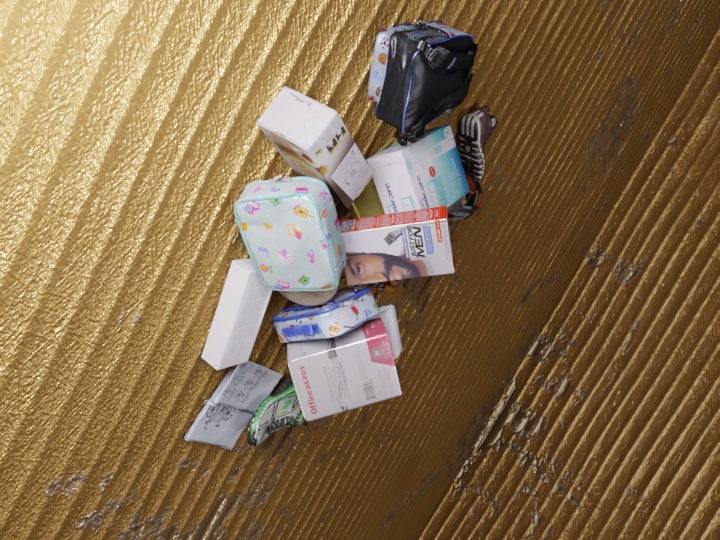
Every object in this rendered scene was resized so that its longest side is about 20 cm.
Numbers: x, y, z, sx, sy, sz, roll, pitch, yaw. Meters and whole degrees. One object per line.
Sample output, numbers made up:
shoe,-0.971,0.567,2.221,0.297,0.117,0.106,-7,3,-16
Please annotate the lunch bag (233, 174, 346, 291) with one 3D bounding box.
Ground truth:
lunch bag,-0.116,-0.061,1.192,0.077,0.160,0.201,-67,149,-49

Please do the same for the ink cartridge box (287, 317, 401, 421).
ink cartridge box,-0.033,0.194,1.433,0.199,0.083,0.147,-15,114,-4

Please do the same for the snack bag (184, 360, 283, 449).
snack bag,-0.255,0.277,1.480,0.200,0.021,0.189,-55,153,-4

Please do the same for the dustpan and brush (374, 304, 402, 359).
dustpan and brush,-0.016,0.154,1.488,0.199,0.057,0.140,-11,125,2

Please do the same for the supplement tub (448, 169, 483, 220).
supplement tub,0.198,-0.176,1.648,0.200,0.122,0.123,-1,119,-59

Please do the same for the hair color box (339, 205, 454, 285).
hair color box,0.066,-0.044,1.325,0.064,0.199,0.111,-78,158,-61

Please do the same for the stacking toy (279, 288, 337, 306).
stacking toy,-0.075,-0.041,1.372,0.200,0.146,0.147,-53,159,-50

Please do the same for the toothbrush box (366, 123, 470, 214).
toothbrush box,0.117,-0.184,1.413,0.200,0.085,0.147,-34,110,-47

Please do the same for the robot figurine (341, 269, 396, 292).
robot figurine,0.000,0.000,1.498,0.058,0.145,0.200,-69,160,-1

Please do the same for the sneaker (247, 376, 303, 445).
sneaker,-0.167,0.305,1.551,0.200,0.085,0.078,-41,159,-45

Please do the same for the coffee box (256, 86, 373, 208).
coffee box,-0.069,-0.198,1.195,0.080,0.114,0.200,-54,152,-8

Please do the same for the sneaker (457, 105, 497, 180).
sneaker,0.285,-0.299,1.718,0.116,0.076,0.200,-44,149,-31

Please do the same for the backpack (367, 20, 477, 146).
backpack,0.114,-0.353,1.297,0.190,0.154,0.200,-24,144,-35

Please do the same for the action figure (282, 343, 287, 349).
action figure,-0.067,0.152,1.565,0.199,0.119,0.102,17,63,-28

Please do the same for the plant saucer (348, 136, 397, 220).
plant saucer,0.043,-0.130,1.429,0.200,0.048,0.200,-47,121,-39

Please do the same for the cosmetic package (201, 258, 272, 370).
cosmetic package,-0.217,0.076,1.303,0.082,0.051,0.201,-11,127,-57

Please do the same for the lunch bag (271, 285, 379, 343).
lunch bag,-0.070,0.086,1.412,0.160,0.200,0.076,-23,96,-43
